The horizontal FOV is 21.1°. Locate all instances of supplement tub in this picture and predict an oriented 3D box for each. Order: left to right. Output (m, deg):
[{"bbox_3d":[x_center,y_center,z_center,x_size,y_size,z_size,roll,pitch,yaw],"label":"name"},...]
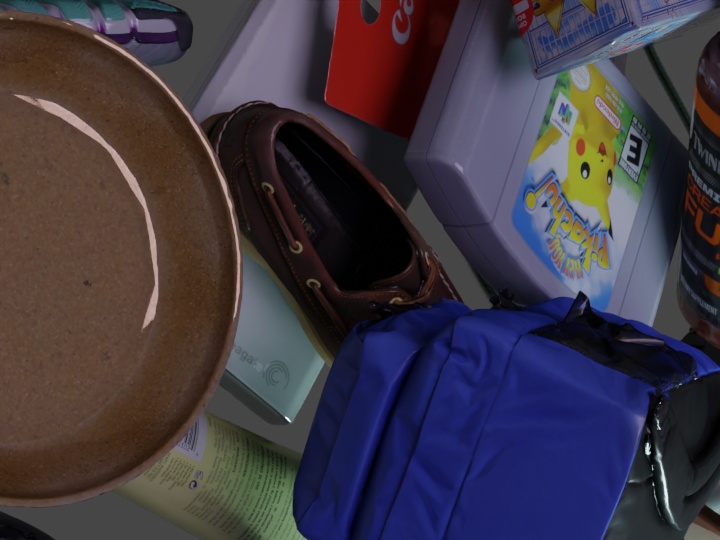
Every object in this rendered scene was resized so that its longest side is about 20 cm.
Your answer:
[{"bbox_3d":[0.219,-0.058,0.986,0.107,0.107,0.202,-32,136,-33],"label":"supplement tub"}]

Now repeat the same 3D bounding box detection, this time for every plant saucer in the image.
[{"bbox_3d":[-0.141,-0.004,0.795,0.199,0.035,0.203,5,81,-34],"label":"plant saucer"}]

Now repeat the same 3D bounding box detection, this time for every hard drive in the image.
[{"bbox_3d":[-0.038,-0.045,0.958,0.132,0.026,0.201,41,65,-28],"label":"hard drive"}]

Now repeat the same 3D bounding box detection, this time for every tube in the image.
[{"bbox_3d":[-0.055,0.109,0.928,0.199,0.052,0.058,31,112,-35],"label":"tube"}]

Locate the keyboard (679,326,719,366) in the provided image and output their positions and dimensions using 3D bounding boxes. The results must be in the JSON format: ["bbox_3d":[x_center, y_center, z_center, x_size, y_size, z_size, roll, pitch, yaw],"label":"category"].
[{"bbox_3d":[0.251,0.059,1.035,0.104,0.199,0.040,-39,117,-37],"label":"keyboard"}]

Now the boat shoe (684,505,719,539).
[{"bbox_3d":[0.119,0.123,1.004,0.199,0.073,0.063,33,97,8],"label":"boat shoe"}]

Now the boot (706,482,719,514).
[{"bbox_3d":[0.235,0.113,1.058,0.200,0.167,0.077,-36,127,-33],"label":"boot"}]

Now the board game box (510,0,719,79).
[{"bbox_3d":[0.112,-0.182,0.943,0.201,0.061,0.200,59,31,-11],"label":"board game box"}]

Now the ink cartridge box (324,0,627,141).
[{"bbox_3d":[0.071,-0.133,1.000,0.199,0.057,0.164,22,73,-53],"label":"ink cartridge box"}]

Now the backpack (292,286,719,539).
[{"bbox_3d":[0.078,0.083,0.873,0.200,0.167,0.164,-6,124,-64],"label":"backpack"}]

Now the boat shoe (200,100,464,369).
[{"bbox_3d":[0.000,0.000,0.925,0.200,0.070,0.071,45,62,-28],"label":"boat shoe"}]

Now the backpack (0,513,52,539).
[{"bbox_3d":[-0.140,0.212,0.775,0.167,0.162,0.201,-38,113,-7],"label":"backpack"}]

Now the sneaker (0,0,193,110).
[{"bbox_3d":[-0.168,-0.079,0.849,0.198,0.074,0.088,-6,110,-30],"label":"sneaker"}]

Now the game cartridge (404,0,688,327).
[{"bbox_3d":[0.101,-0.045,0.978,0.200,0.040,0.134,40,65,-42],"label":"game cartridge"}]
